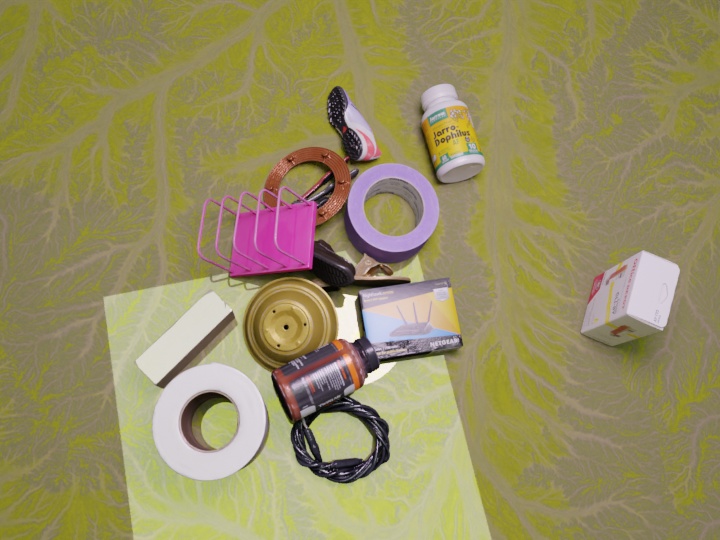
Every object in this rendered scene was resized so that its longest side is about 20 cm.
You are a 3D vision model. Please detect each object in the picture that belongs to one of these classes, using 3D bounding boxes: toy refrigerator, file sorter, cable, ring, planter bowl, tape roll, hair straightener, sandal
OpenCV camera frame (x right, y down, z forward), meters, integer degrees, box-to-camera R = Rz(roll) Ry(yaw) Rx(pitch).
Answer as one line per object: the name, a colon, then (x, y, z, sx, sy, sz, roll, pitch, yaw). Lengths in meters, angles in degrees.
toy refrigerator: (-0.346, 0.133, 1.203, 0.070, 0.076, 0.200, 42, 74, 6)
file sorter: (-0.206, -0.078, 1.207, 0.198, 0.125, 0.141, -6, 71, 28)
cable: (-0.035, 0.334, 1.198, 0.199, 0.051, 0.164, 29, 73, 1)
ring: (-0.117, -0.185, 1.315, 0.198, 0.019, 0.203, -5, 67, 11)
planter bowl: (-0.143, 0.112, 1.207, 0.198, 0.083, 0.203, 0, 87, 0)
tape roll: (0.066, -0.124, 1.323, 0.198, 0.085, 0.202, 2, 73, -7)
hair straightener: (-0.077, -0.164, 1.338, 0.200, 0.041, 0.077, -40, 82, -16)
sandal: (0.000, -0.001, 1.285, 0.209, 0.078, 0.070, -5, 76, -2)
tape roll: (-0.274, 0.284, 1.136, 0.200, 0.139, 0.205, 2, 73, -6)

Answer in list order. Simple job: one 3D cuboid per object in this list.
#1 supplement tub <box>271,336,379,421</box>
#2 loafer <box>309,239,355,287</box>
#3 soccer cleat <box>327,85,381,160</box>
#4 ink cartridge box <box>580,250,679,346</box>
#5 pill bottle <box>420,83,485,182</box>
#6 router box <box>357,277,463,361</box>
supplement tub: (-0.064, 0.200, 1.168, 0.198, 0.107, 0.108, -24, 78, -16)
loafer: (-0.080, -0.032, 1.251, 0.199, 0.073, 0.071, 26, 54, 34)
soccer cleat: (-0.016, -0.333, 1.390, 0.073, 0.068, 0.201, -2, 60, -41)
ink cartridge box: (0.557, 0.063, 1.271, 0.083, 0.200, 0.146, 22, 72, 0)
pill bottle: (0.202, -0.312, 1.378, 0.112, 0.113, 0.202, -12, 76, -10)
router box: (0.102, 0.105, 1.278, 0.198, 0.051, 0.151, -8, 75, -8)
